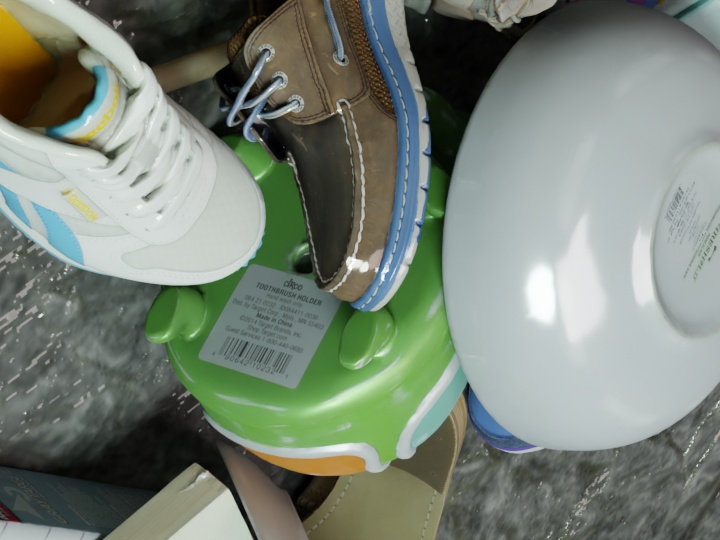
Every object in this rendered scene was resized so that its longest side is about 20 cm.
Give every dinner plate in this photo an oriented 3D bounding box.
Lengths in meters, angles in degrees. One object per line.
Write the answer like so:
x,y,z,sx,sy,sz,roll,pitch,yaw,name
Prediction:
-0.018,0.166,1.044,0.024,0.200,0.200,-23,136,-4,dinner plate

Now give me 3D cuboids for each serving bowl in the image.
0.123,-0.016,0.972,0.200,0.066,0.200,-10,104,-46,serving bowl

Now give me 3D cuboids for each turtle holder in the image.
-0.010,0.005,1.003,0.141,0.186,0.132,-11,145,12,turtle holder

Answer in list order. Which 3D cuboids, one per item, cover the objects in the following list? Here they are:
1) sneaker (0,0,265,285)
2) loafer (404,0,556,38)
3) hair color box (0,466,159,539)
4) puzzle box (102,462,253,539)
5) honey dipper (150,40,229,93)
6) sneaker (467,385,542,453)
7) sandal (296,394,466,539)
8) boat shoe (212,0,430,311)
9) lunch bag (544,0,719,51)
-0.102,-0.049,0.843,0.200,0.081,0.077,35,76,-40,sneaker
0.061,-0.131,0.930,0.072,0.063,0.200,-63,-176,-1,loafer
-0.151,0.144,1.000,0.200,0.061,0.099,17,104,-51,hair color box
-0.089,0.191,1.029,0.133,0.025,0.200,-39,140,-19,puzzle box
-0.071,-0.082,0.937,0.200,0.038,0.038,-21,130,-33,honey dipper
0.084,0.018,1.106,0.146,0.081,0.200,1,140,-48,sneaker
0.012,0.112,1.135,0.070,0.078,0.212,-61,175,-49,sandal
-0.021,-0.078,0.910,0.072,0.200,0.072,5,154,-24,boat shoe
0.200,-0.120,1.106,0.160,0.077,0.200,-33,148,28,lunch bag
